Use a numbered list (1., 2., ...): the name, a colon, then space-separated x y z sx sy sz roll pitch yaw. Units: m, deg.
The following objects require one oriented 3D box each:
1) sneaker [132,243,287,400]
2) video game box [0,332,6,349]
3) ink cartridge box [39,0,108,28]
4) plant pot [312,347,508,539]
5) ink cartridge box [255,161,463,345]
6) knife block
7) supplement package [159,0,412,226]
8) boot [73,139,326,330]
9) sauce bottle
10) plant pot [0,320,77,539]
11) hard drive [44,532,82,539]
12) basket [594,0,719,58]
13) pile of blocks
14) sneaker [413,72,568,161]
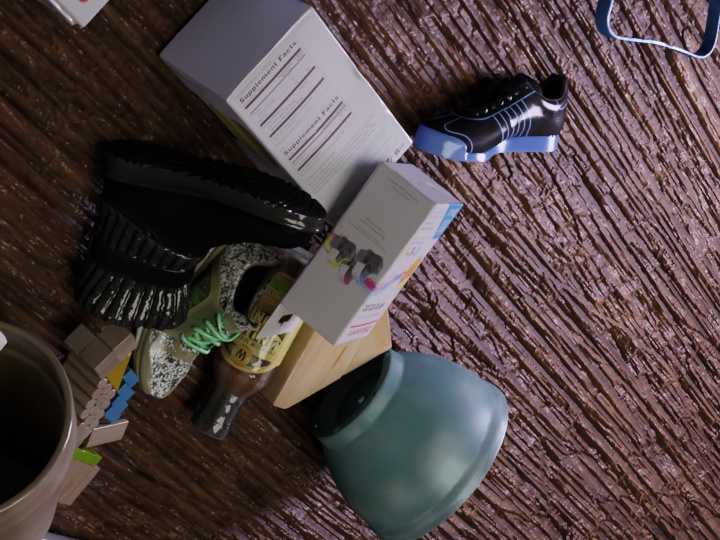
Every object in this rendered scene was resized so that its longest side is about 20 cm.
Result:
1. sneaker: -0.139 0.042 1.575 0.077 0.089 0.200 27 98 -48
2. video game box: -0.380 0.072 1.300 0.182 0.200 0.047 -52 136 -2
3. ink cartridge box: -0.206 -0.309 1.285 0.200 0.087 0.145 -49 137 -7
4. plant pot: 0.036 0.162 1.755 0.134 0.200 0.200 41 87 -21
5. ink cartridge box: 0.000 0.000 1.545 0.200 0.068 0.115 -54 168 12
6. knife block: -0.032 0.019 1.674 0.200 0.064 0.176 -29 132 -24
7. supplement package: -0.064 -0.151 1.495 0.110 0.114 0.200 -49 137 -7
8. boot: -0.141 -0.016 1.479 0.079 0.211 0.158 -48 152 -67
9. sauce bottle: -0.101 0.071 1.646 0.065 0.065 0.200 19 102 -46
10. plant pot: -0.333 0.167 1.436 0.200 0.200 0.174 -32 151 -21
11. hard drive: -0.338 0.308 1.623 0.200 0.027 0.132 25 99 -47
12. basket: 0.314 -0.322 1.696 0.176 0.139 0.200 3 105 -43
13. pile of blocks: -0.257 0.121 1.551 0.082 0.062 0.200 -5 128 -53
14. sneaker: 0.133 -0.159 1.704 0.200 0.070 0.078 -11 120 -44
